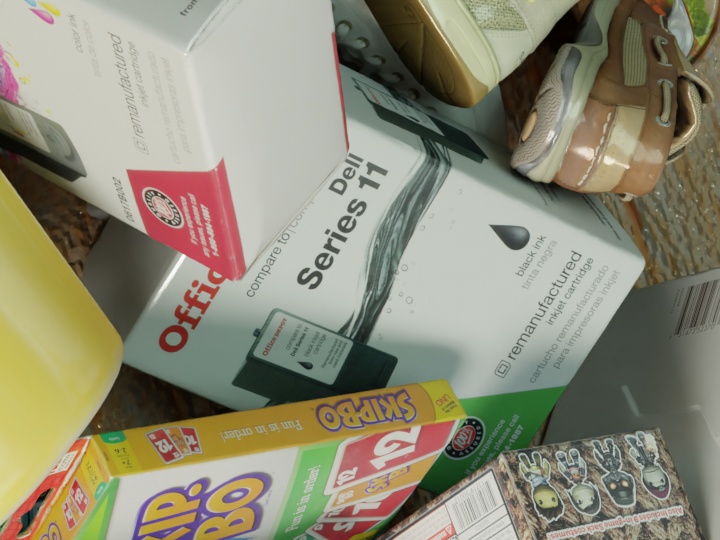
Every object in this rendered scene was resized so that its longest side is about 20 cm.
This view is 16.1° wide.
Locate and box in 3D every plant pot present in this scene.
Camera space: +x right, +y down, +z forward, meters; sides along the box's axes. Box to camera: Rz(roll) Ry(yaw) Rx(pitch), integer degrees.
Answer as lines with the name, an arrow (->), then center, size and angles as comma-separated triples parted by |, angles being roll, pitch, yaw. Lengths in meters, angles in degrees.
plant pot -> -0.200, 0.013, 0.959 | 0.189, 0.201, 0.201 | 44, 61, -14

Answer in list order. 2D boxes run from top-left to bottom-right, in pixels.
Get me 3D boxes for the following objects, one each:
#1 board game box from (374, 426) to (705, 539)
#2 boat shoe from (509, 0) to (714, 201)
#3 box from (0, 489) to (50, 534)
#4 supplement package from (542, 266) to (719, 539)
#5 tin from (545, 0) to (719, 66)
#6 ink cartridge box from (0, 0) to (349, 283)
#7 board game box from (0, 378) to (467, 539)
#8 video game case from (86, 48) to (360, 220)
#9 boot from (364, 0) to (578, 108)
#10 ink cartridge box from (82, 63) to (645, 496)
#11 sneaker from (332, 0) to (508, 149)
board game box -> 0.086, 0.193, 1.101 | 0.097, 0.159, 0.200 | -6, 68, -38
boat shoe -> 0.122, -0.076, 1.172 | 0.072, 0.076, 0.200 | 23, 26, 6
box -> -0.144, 0.165, 1.062 | 0.200, 0.046, 0.159 | -13, 88, -33
supplement package -> 0.184, 0.089, 1.190 | 0.111, 0.200, 0.156 | 30, 66, -24
tin -> 0.114, -0.186, 1.286 | 0.112, 0.042, 0.200 | -39, 110, -28
ink cartridge box -> -0.111, -0.102, 0.982 | 0.200, 0.148, 0.086 | 26, 62, 23
board game box -> -0.056, 0.093, 1.048 | 0.200, 0.096, 0.030 | -4, 52, -37
video game case -> -0.037, -0.108, 1.197 | 0.182, 0.024, 0.200 | 10, 76, -30
boot -> 0.051, -0.193, 1.107 | 0.155, 0.072, 0.200 | -37, 111, -19
ink cartridge box -> 0.000, 0.000, 1.125 | 0.200, 0.083, 0.147 | 24, 107, -26
sneaker -> 0.001, -0.115, 1.167 | 0.085, 0.073, 0.200 | -28, 104, -18
